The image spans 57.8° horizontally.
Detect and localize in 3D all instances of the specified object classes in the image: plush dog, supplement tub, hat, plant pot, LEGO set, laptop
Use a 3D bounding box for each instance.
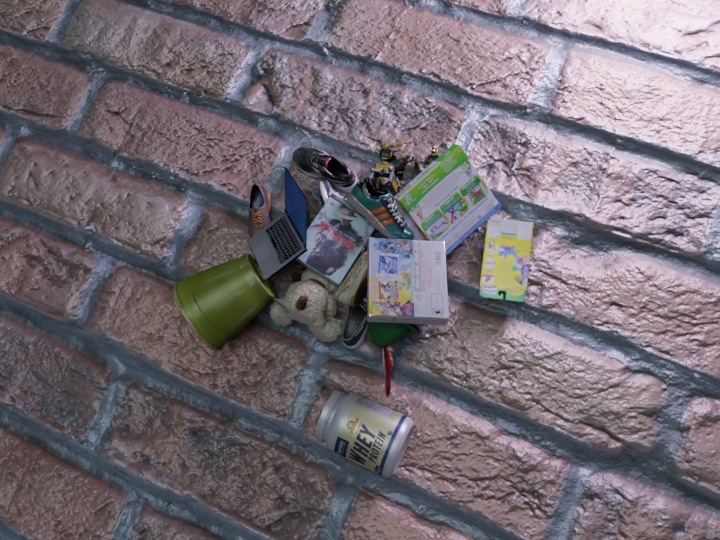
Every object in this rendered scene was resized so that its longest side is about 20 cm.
[{"bbox_3d":[-0.117,0.056,1.632,0.199,0.161,0.172,18,53,12],"label":"plush dog"},{"bbox_3d":[0.009,0.374,1.516,0.199,0.145,0.146,21,80,14],"label":"supplement tub"},{"bbox_3d":[0.032,0.160,1.567,0.176,0.166,0.200,-47,59,6],"label":"hat"},{"bbox_3d":[-0.324,0.061,1.619,0.192,0.200,0.201,-33,73,3],"label":"plant pot"},{"bbox_3d":[0.111,-0.260,1.654,0.199,0.116,0.155,19,77,18],"label":"LEGO set"},{"bbox_3d":[-0.206,-0.116,1.593,0.200,0.116,0.188,-36,40,2],"label":"laptop"}]

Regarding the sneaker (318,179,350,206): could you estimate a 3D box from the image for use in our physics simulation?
[{"bbox_3d":[-0.044,-0.156,1.706,0.085,0.077,0.201,-26,80,-8],"label":"sneaker"}]

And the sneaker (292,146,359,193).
[{"bbox_3d":[-0.093,-0.284,1.731,0.199,0.086,0.081,24,79,15],"label":"sneaker"}]

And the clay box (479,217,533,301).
[{"bbox_3d":[0.358,-0.023,1.607,0.114,0.048,0.201,7,79,11],"label":"clay box"}]

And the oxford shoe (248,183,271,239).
[{"bbox_3d":[-0.273,-0.132,1.730,0.071,0.073,0.201,-9,75,7],"label":"oxford shoe"}]

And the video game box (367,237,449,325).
[{"bbox_3d":[0.105,0.024,1.494,0.181,0.047,0.201,4,63,-6],"label":"video game box"}]

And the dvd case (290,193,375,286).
[{"bbox_3d":[-0.064,-0.078,1.628,0.146,0.022,0.201,32,68,2],"label":"dvd case"}]

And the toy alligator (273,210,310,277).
[{"bbox_3d":[-0.167,-0.060,1.707,0.054,0.059,0.201,31,81,-25],"label":"toy alligator"}]

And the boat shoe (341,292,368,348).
[{"bbox_3d":[0.005,0.095,1.623,0.072,0.071,0.201,13,73,14],"label":"boat shoe"}]

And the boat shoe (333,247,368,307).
[{"bbox_3d":[0.000,0.000,1.614,0.062,0.074,0.201,13,51,22],"label":"boat shoe"}]

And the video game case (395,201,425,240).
[{"bbox_3d":[0.178,-0.134,1.680,0.182,0.023,0.200,-44,72,-3],"label":"video game case"}]

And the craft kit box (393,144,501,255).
[{"bbox_3d":[0.213,-0.166,1.588,0.200,0.049,0.198,-41,116,-3],"label":"craft kit box"}]

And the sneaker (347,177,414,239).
[{"bbox_3d":[0.064,-0.149,1.623,0.200,0.071,0.080,39,120,-4],"label":"sneaker"}]
